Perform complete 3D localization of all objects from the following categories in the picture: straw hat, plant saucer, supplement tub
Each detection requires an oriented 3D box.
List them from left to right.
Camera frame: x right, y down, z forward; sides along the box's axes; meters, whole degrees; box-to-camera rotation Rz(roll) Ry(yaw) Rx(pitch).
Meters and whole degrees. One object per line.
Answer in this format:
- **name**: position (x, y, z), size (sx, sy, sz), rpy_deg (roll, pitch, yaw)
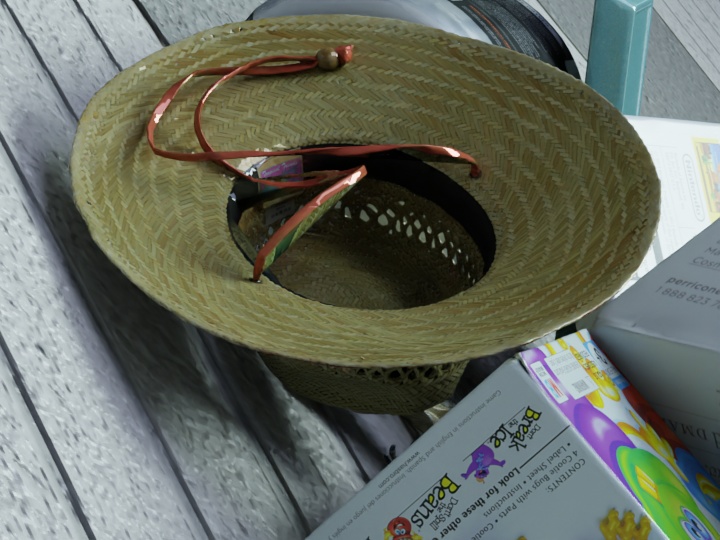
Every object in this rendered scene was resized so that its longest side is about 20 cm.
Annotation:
- **straw hat**: position (0.000, 0.000, 0.966), size (0.201, 0.201, 0.085), rpy_deg (-114, -160, -49)
- **supplement tub**: position (0.019, -0.055, 1.121), size (0.123, 0.123, 0.200), rpy_deg (49, 16, 6)
- **plant saucer**: position (0.095, -0.017, 1.156), size (0.019, 0.200, 0.070), rpy_deg (7, 11, 11)

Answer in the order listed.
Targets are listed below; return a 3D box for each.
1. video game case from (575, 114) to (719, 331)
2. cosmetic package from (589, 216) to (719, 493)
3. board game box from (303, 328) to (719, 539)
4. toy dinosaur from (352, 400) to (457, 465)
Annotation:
- **video game case**: position (0.149, 0.041, 1.088), size (0.182, 0.023, 0.200), rpy_deg (1, 72, -47)
- **cosmetic package**: position (0.208, 0.072, 0.957), size (0.165, 0.165, 0.200), rpy_deg (15, -48, 48)
- **board game box**: position (0.086, 0.129, 0.881), size (0.200, 0.105, 0.103), rpy_deg (50, 15, 8)
- **toy dinosaur**: position (0.057, 0.096, 1.004), size (0.200, 0.047, 0.088), rpy_deg (48, 8, -11)
